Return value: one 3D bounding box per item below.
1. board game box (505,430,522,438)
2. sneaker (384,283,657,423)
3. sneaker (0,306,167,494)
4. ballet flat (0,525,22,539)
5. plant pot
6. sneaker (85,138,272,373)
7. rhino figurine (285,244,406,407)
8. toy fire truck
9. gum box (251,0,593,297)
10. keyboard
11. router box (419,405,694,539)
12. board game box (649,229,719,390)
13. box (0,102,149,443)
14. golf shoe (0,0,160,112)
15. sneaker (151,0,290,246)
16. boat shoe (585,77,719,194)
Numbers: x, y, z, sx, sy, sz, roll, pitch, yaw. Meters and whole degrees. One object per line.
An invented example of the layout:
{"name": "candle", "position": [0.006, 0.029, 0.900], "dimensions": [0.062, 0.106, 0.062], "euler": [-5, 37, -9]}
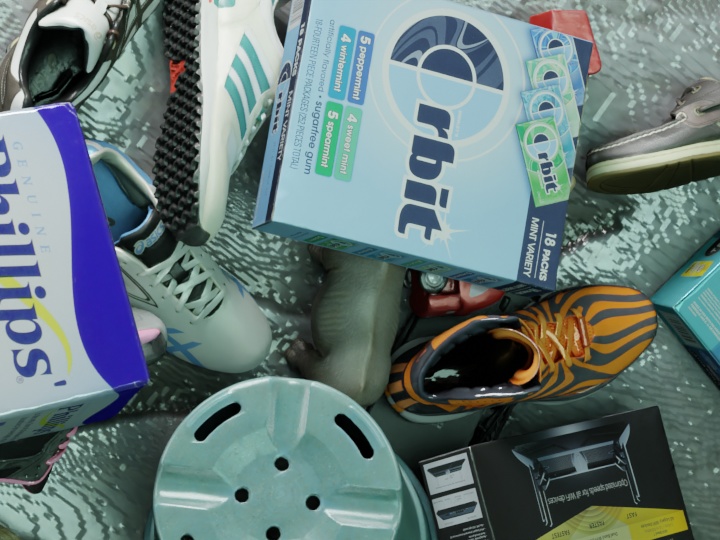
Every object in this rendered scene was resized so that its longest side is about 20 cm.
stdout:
{"name": "board game box", "position": [0.081, 0.229, 1.631], "dimensions": [0.200, 0.034, 0.135], "euler": [-42, 107, -10]}
{"name": "sneaker", "position": [0.120, 0.056, 1.553], "dimensions": [0.199, 0.112, 0.078], "euler": [-19, 88, -15]}
{"name": "sneaker", "position": [-0.209, 0.092, 1.503], "dimensions": [0.199, 0.079, 0.096], "euler": [-24, 110, -2]}
{"name": "ballet flat", "position": [-0.180, 0.227, 1.522], "dimensions": [0.200, 0.071, 0.065], "euler": [38, 40, -11]}
{"name": "plant pot", "position": [-0.048, 0.161, 1.460], "dimensions": [0.199, 0.196, 0.201], "euler": [0, 72, 1]}
{"name": "sneaker", "position": [-0.131, -0.004, 1.518], "dimensions": [0.072, 0.072, 0.200], "euler": [-47, 108, -10]}
{"name": "rhino figurine", "position": [0.000, 0.000, 1.552], "dimensions": [0.060, 0.087, 0.201], "euler": [9, 93, -19]}
{"name": "toy fire truck", "position": [0.095, -0.072, 1.587], "dimensions": [0.140, 0.049, 0.201], "euler": [-5, 92, -16]}
{"name": "gum box", "position": [0.042, -0.088, 1.506], "dimensions": [0.199, 0.045, 0.171], "euler": [13, 79, -19]}
{"name": "keyboard", "position": [0.056, 0.094, 1.612], "dimensions": [0.104, 0.040, 0.200], "euler": [31, 79, -9]}
{"name": "router box", "position": [0.142, 0.184, 1.572], "dimensions": [0.200, 0.052, 0.158], "euler": [-7, 80, -44]}
{"name": "board game box", "position": [0.327, 0.011, 1.681], "dimensions": [0.200, 0.047, 0.151], "euler": [-43, 106, -10]}
{"name": "box", "position": [-0.249, 0.012, 1.385], "dimensions": [0.199, 0.105, 0.185], "euler": [-12, 78, -23]}
{"name": "golf shoe", "position": [-0.165, -0.167, 1.478], "dimensions": [0.078, 0.094, 0.201], "euler": [29, 85, -17]}
{"name": "sneaker", "position": [-0.077, -0.109, 1.502], "dimensions": [0.093, 0.070, 0.201], "euler": [11, 67, -27]}
{"name": "boat shoe", "position": [0.247, -0.102, 1.637], "dimensions": [0.199, 0.073, 0.065], "euler": [-13, 78, -10]}
